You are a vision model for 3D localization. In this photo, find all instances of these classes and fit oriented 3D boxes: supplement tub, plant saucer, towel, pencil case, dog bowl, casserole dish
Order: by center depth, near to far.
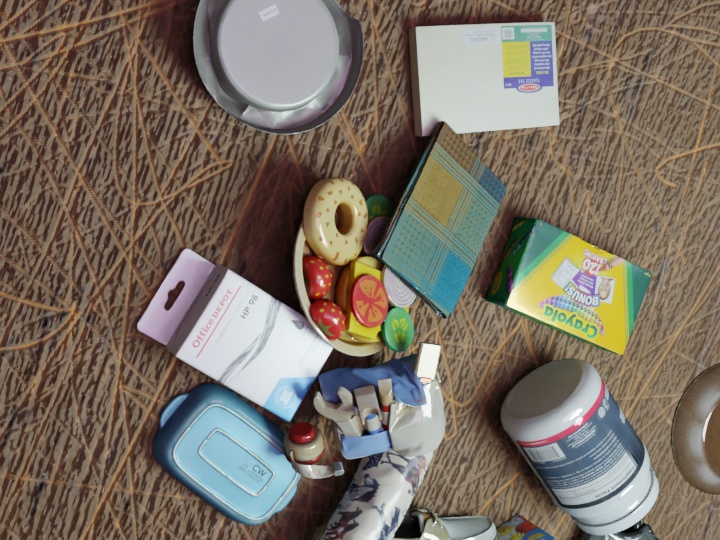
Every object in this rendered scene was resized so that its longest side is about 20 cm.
[{"bbox_3d":[-0.098,-0.255,1.114,0.199,0.059,0.201,-2,96,-22],"label":"dog bowl"},{"bbox_3d":[-0.150,0.222,1.158,0.200,0.039,0.121,43,81,-21],"label":"casserole dish"},{"bbox_3d":[0.009,0.284,1.182,0.200,0.089,0.078,-60,138,-21],"label":"pencil case"},{"bbox_3d":[0.101,-0.061,1.195,0.147,0.022,0.201,41,64,-34],"label":"towel"},{"bbox_3d":[0.286,0.228,1.275,0.140,0.140,0.200,-39,108,-13],"label":"supplement tub"},{"bbox_3d":[0.548,0.235,1.436,0.200,0.037,0.201,-2,96,-22],"label":"plant saucer"}]

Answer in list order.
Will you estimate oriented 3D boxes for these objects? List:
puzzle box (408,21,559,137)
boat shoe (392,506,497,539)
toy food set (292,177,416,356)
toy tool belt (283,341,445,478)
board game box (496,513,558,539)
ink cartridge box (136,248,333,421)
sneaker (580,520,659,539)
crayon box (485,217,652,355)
[{"bbox_3d":[0.158,-0.241,1.234,0.199,0.025,0.134,-7,98,-21],"label":"puzzle box"},{"bbox_3d":[0.082,0.339,1.242,0.199,0.075,0.069,-11,105,-19],"label":"boat shoe"},{"bbox_3d":[0.000,0.000,1.149,0.198,0.049,0.201,20,67,-43],"label":"toy food set"},{"bbox_3d":[0.002,0.149,1.139,0.199,0.125,0.123,-12,121,-8],"label":"toy tool belt"},{"bbox_3d":[0.229,0.409,1.240,0.103,0.200,0.105,-29,105,-16],"label":"board game box"},{"bbox_3d":[-0.141,0.074,1.128,0.200,0.067,0.116,33,84,-21],"label":"ink cartridge box"},{"bbox_3d":[0.392,0.389,1.371,0.200,0.071,0.098,20,91,-21],"label":"sneaker"},{"bbox_3d":[0.275,0.021,1.292,0.199,0.058,0.119,22,87,-22],"label":"crayon box"}]
